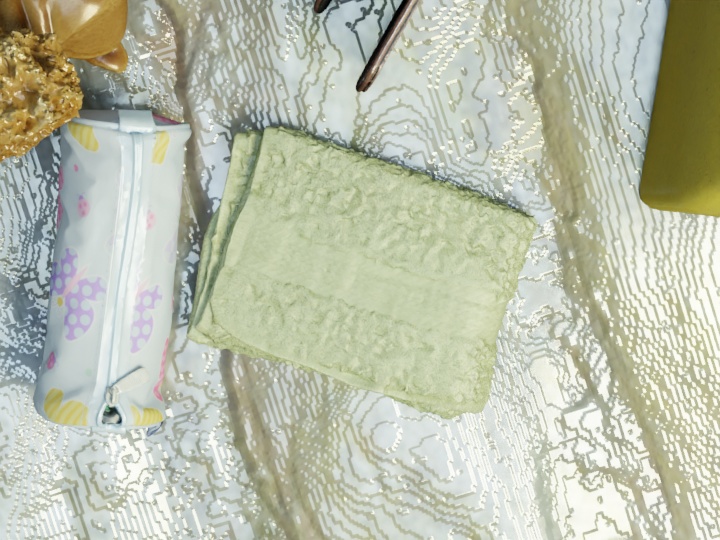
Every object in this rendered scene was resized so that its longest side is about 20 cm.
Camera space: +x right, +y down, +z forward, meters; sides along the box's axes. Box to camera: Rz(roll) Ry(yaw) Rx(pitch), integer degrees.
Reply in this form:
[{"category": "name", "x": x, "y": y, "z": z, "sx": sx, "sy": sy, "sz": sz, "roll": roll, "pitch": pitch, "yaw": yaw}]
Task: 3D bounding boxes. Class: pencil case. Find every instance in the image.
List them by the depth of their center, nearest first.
[{"category": "pencil case", "x": -0.152, "y": -0.001, "z": 1.448, "sx": 0.083, "sy": 0.091, "sz": 0.201, "roll": 6, "pitch": 96, "yaw": 0}]

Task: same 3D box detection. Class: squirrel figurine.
[{"category": "squirrel figurine", "x": -0.222, "y": -0.125, "z": 1.393, "sx": 0.186, "sy": 0.200, "sz": 0.142, "roll": -10, "pitch": 138, "yaw": -14}]

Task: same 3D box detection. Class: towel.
[{"category": "towel", "x": 0.000, "y": 0.000, "z": 1.474, "sx": 0.199, "sy": 0.036, "sz": 0.149, "roll": 16, "pitch": 96, "yaw": -1}]

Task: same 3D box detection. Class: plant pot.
[{"category": "plant pot", "x": 0.281, "y": -0.111, "z": 1.378, "sx": 0.194, "sy": 0.200, "sz": 0.195, "roll": 8, "pitch": 97, "yaw": 0}]

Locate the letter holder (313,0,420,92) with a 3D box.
[{"category": "letter holder", "x": -0.005, "y": -0.187, "z": 1.370, "sx": 0.100, "sy": 0.200, "sz": 0.143, "roll": 28, "pitch": 96, "yaw": -3}]
